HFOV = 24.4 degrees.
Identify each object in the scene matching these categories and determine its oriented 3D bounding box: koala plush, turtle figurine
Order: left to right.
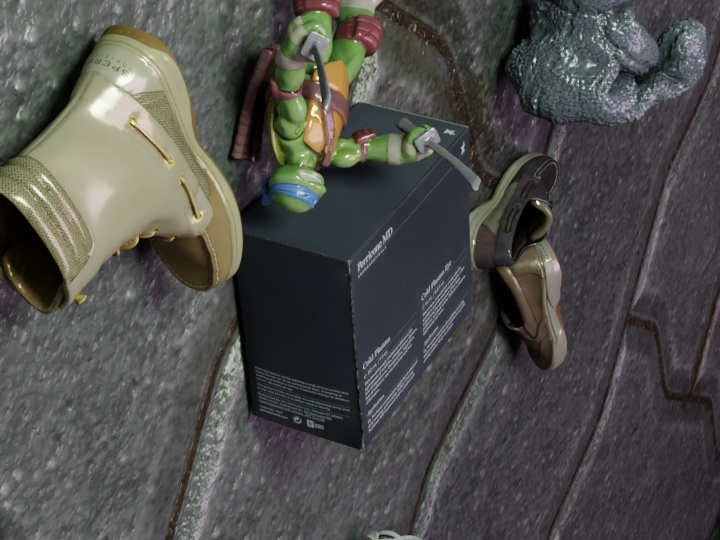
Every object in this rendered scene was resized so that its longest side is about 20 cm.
[{"bbox_3d":[0.005,-0.139,1.147,0.200,0.144,0.194,146,-46,-59],"label":"turtle figurine"},{"bbox_3d":[0.220,-0.254,1.548,0.184,0.177,0.200,-38,142,-38],"label":"koala plush"}]

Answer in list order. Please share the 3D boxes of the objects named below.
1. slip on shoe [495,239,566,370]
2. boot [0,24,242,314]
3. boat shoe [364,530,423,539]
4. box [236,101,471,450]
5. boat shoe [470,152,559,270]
[{"bbox_3d":[0.176,0.043,1.760,0.060,0.076,0.200,-23,147,-9],"label":"slip on shoe"},{"bbox_3d":[-0.148,-0.025,1.006,0.156,0.073,0.200,-57,149,-34],"label":"boot"},{"bbox_3d":[0.017,0.274,1.549,0.200,0.073,0.066,25,76,-75],"label":"boat shoe"},{"bbox_3d":[0.000,0.000,1.298,0.200,0.104,0.183,-48,146,-45],"label":"box"},{"bbox_3d":[0.160,-0.054,1.652,0.200,0.065,0.072,-43,139,-50],"label":"boat shoe"}]
